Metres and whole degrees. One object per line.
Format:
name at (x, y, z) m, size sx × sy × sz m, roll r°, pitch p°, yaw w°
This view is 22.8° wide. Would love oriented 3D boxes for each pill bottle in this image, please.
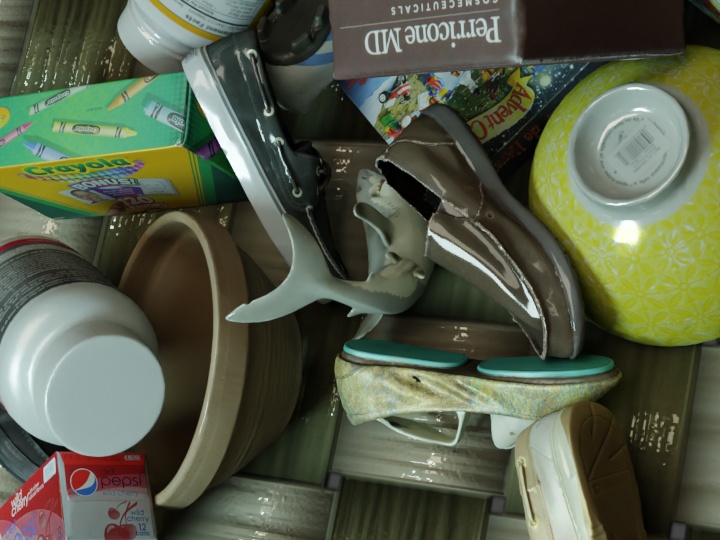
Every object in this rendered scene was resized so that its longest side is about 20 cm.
pill bottle at (-0.101, -0.238, 1.319) m, size 0.200 × 0.109 × 0.110 m, roll -52°, pitch 55°, yaw 31°
pill bottle at (-0.201, 0.052, 1.206) m, size 0.111 × 0.110 × 0.200 m, roll -58°, pitch 30°, yaw 0°

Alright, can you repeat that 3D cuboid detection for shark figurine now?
shark figurine at (0.004, 0.014, 1.189) m, size 0.128 × 0.214 × 0.090 m, roll 39°, pitch 116°, yaw 5°

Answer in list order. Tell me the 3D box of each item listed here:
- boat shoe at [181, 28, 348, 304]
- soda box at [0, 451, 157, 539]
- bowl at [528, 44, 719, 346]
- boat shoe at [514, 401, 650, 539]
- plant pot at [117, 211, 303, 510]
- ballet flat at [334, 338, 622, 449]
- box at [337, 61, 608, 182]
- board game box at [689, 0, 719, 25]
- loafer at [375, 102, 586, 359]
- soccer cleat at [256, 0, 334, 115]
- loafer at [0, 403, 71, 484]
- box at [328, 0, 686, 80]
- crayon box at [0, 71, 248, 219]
boat shoe at (-0.054, -0.072, 1.240) m, size 0.056 × 0.069 × 0.201 m, roll -27°, pitch 103°, yaw 7°
soda box at (-0.211, 0.188, 1.232) m, size 0.200 × 0.069 × 0.064 m, roll -41°, pitch 53°, yaw 49°
bowl at (0.186, -0.062, 1.133) m, size 0.198 × 0.108 × 0.202 m, roll -9°, pitch 70°, yaw 25°
boat shoe at (0.140, 0.185, 1.103) m, size 0.069 × 0.073 × 0.202 m, roll -20°, pitch 74°, yaw 46°
plant pot at (-0.101, 0.066, 1.230) m, size 0.200 × 0.092 × 0.203 m, roll -26°, pitch 60°, yaw 58°
ballet flat at (0.076, 0.084, 1.173) m, size 0.198 × 0.071 × 0.071 m, roll 3°, pitch 75°, yaw 24°
box at (0.096, -0.152, 1.250) m, size 0.200 × 0.038 × 0.137 m, roll -45°, pitch 59°, yaw 9°
board game box at (0.219, -0.249, 1.178) m, size 0.105 × 0.103 × 0.200 m, roll -47°, pitch 58°, yaw 8°
loafer at (0.075, -0.016, 1.159) m, size 0.071 × 0.073 × 0.201 m, roll -27°, pitch 61°, yaw -15°
soccer cleat at (-0.008, -0.199, 1.309) m, size 0.069 × 0.087 × 0.200 m, roll 28°, pitch 65°, yaw 26°
loafer at (-0.248, 0.098, 1.324) m, size 0.071 × 0.068 × 0.200 m, roll -53°, pitch 46°, yaw 8°
box at (0.086, -0.226, 1.102) m, size 0.165 × 0.163 × 0.202 m, roll 1°, pitch 98°, yaw 46°
crayon box at (-0.181, -0.090, 1.330) m, size 0.198 × 0.119 × 0.059 m, roll -4°, pitch 72°, yaw 27°
